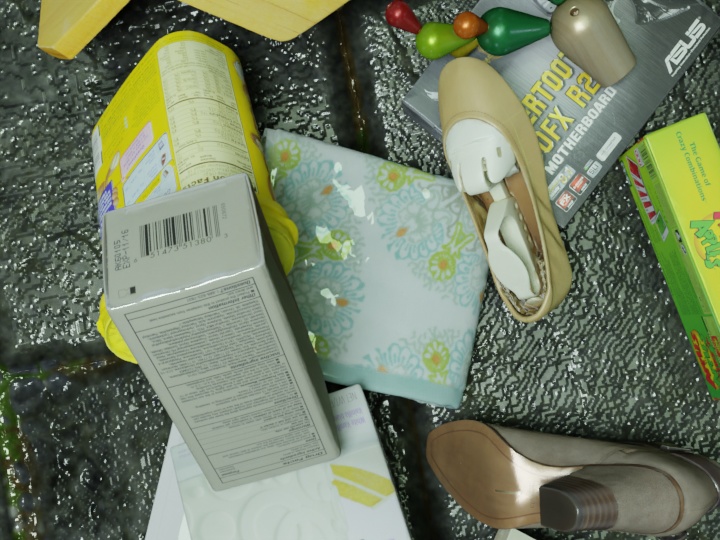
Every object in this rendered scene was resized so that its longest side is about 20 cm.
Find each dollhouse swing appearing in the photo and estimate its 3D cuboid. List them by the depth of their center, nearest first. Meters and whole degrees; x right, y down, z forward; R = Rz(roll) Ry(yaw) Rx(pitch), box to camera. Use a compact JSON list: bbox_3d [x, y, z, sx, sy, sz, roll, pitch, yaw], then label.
[{"bbox_3d":[-0.119,-0.232,0.787,0.181,0.201,0.176,17,132,-29],"label":"dollhouse swing"}]

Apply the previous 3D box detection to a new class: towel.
[{"bbox_3d":[0.000,0.000,0.789,0.198,0.048,0.173,15,84,-14],"label":"towel"}]

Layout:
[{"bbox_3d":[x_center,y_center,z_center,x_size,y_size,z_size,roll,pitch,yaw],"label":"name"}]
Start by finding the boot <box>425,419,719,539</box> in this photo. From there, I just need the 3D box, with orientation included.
[{"bbox_3d":[0.161,0.148,0.777,0.145,0.199,0.071,-3,102,-31],"label":"boot"}]

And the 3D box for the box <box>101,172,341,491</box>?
[{"bbox_3d":[-0.081,0.046,0.657,0.094,0.201,0.078,-15,48,0],"label":"box"}]

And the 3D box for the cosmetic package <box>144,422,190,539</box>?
[{"bbox_3d":[-0.109,0.150,0.816,0.082,0.051,0.202,12,88,5],"label":"cosmetic package"}]

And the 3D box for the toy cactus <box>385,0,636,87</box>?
[{"bbox_3d":[0.131,-0.201,0.763,0.200,0.102,0.165,-43,103,-2],"label":"toy cactus"}]

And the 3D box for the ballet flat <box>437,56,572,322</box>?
[{"bbox_3d":[0.102,-0.053,0.761,0.068,0.063,0.201,-13,111,36],"label":"ballet flat"}]

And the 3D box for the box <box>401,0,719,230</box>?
[{"bbox_3d":[0.153,-0.156,0.816,0.158,0.048,0.200,39,90,4],"label":"box"}]

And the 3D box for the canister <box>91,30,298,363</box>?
[{"bbox_3d":[-0.126,-0.055,0.747,0.149,0.086,0.201,-45,43,29],"label":"canister"}]

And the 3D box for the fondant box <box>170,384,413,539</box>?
[{"bbox_3d":[-0.035,0.197,0.728,0.143,0.058,0.201,-18,68,-2],"label":"fondant box"}]

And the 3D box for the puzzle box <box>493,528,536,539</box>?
[{"bbox_3d":[0.161,0.289,0.767,0.199,0.025,0.134,30,75,-9],"label":"puzzle box"}]

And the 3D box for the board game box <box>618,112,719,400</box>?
[{"bbox_3d":[0.255,-0.005,0.775,0.047,0.102,0.202,-20,86,3],"label":"board game box"}]
